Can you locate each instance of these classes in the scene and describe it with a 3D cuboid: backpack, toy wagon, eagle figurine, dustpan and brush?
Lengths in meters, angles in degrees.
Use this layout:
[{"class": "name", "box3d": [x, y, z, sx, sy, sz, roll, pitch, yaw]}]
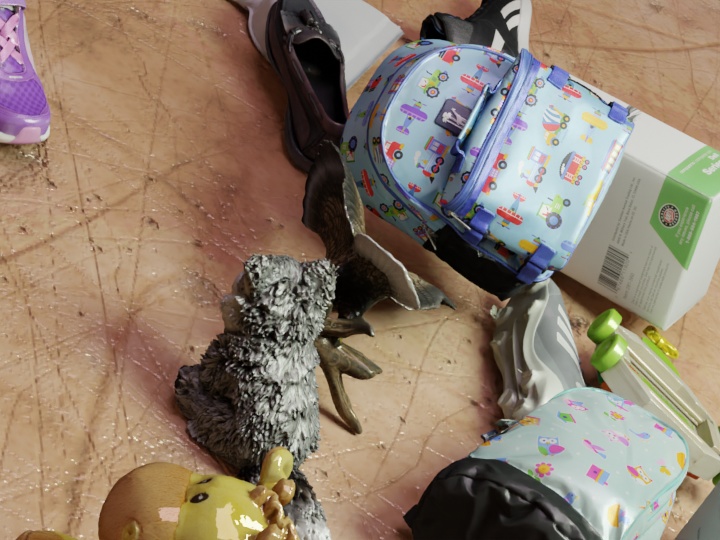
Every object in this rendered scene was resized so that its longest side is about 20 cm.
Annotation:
[{"class": "backpack", "box3d": [0.149, 0.169, 1.269, 0.167, 0.127, 0.200, 39, 31, 18]}, {"class": "toy wagon", "box3d": [0.249, 0.100, 1.485, 0.155, 0.040, 0.200, 44, 14, -9]}, {"class": "eagle figurine", "box3d": [-0.007, -0.001, 1.372, 0.150, 0.152, 0.200, 16, 36, 14]}, {"class": "backpack", "box3d": [0.093, -0.099, 1.435, 0.200, 0.135, 0.183, 33, 77, -6]}, {"class": "dustpan and brush", "box3d": [-0.074, -0.245, 1.714, 0.200, 0.057, 0.140, 40, 46, 1]}]

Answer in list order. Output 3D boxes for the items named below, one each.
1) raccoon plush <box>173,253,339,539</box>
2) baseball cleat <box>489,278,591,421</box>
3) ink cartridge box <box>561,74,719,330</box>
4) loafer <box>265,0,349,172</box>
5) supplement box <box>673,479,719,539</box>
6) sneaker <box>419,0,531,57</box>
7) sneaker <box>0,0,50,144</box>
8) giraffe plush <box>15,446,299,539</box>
[{"class": "raccoon plush", "box3d": [-0.039, 0.081, 1.225, 0.097, 0.134, 0.200, -9, 50, -46]}, {"class": "baseball cleat", "box3d": [0.157, 0.086, 1.455, 0.106, 0.070, 0.200, 38, 32, -19]}, {"class": "ink cartridge box", "box3d": [0.221, -0.064, 1.575, 0.200, 0.146, 0.084, 32, 40, 23]}, {"class": "loafer", "box3d": [-0.038, -0.180, 1.600, 0.072, 0.063, 0.201, 8, 53, -25]}, {"class": "supplement box", "box3d": [0.337, 0.249, 1.334, 0.200, 0.104, 0.101, 27, 32, -3]}, {"class": "sneaker", "box3d": [0.114, -0.250, 1.839, 0.112, 0.073, 0.200, 22, 36, -17]}, {"class": "sneaker", "box3d": [-0.293, -0.184, 1.418, 0.080, 0.089, 0.200, 3, 43, -38]}, {"class": "giraffe plush", "box3d": [-0.107, 0.179, 1.016, 0.199, 0.162, 0.173, 11, 38, -27]}]
